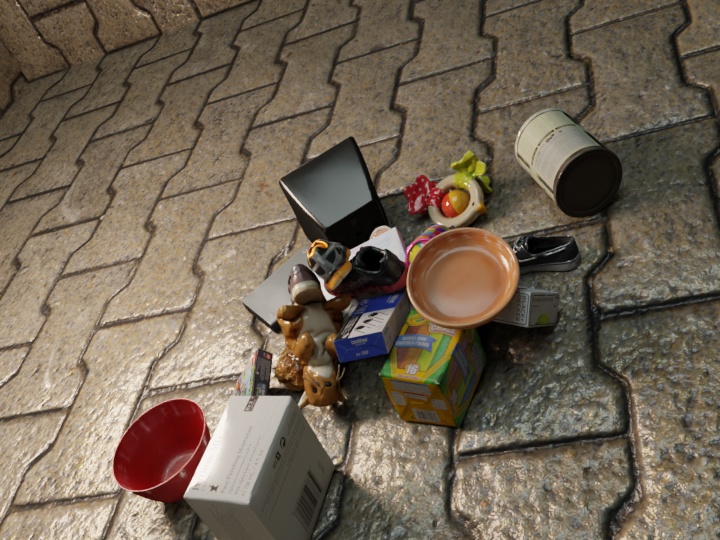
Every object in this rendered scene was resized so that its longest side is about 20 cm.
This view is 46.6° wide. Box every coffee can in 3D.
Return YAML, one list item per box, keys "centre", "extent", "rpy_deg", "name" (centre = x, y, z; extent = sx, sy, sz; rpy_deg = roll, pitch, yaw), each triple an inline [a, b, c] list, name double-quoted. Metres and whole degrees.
- centre: [0.417, -0.222, 1.696]
  extent: [0.144, 0.148, 0.201]
  rpy_deg: [-27, 37, 1]
  name: "coffee can"

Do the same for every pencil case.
- centre: [0.141, -0.037, 1.605]
  extent: [0.086, 0.091, 0.200]
  rpy_deg: [-14, 7, 17]
  name: "pencil case"

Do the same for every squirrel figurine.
- centre: [-0.088, 0.167, 1.585]
  extent: [0.138, 0.191, 0.200]
  rpy_deg: [-8, -15, -24]
  name: "squirrel figurine"

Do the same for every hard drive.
- centre: [-0.154, 0.038, 1.860]
  extent: [0.199, 0.033, 0.139]
  rpy_deg: [-42, 39, -16]
  name: "hard drive"

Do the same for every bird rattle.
- centre: [0.194, -0.161, 1.817]
  extent: [0.196, 0.113, 0.166]
  rpy_deg: [-24, 53, 11]
  name: "bird rattle"

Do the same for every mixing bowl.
- centre: [-0.350, 0.353, 1.559]
  extent: [0.196, 0.109, 0.203]
  rpy_deg: [-18, 38, 15]
  name: "mixing bowl"

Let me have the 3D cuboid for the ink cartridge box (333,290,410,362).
- centre: [0.024, 0.098, 1.506]
  extent: [0.092, 0.045, 0.200]
  rpy_deg: [-13, 15, 18]
  name: "ink cartridge box"

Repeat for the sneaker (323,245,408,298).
- centre: [0.000, 0.000, 1.593]
  extent: [0.197, 0.098, 0.072]
  rpy_deg: [-8, 50, 36]
  name: "sneaker"

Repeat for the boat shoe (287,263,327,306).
- centre: [-0.104, 0.036, 1.598]
  extent: [0.070, 0.200, 0.066]
  rpy_deg: [-14, 76, -2]
  name: "boat shoe"

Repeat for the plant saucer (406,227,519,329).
- centre: [0.178, 0.017, 1.443]
  extent: [0.195, 0.038, 0.204]
  rpy_deg: [-9, 55, 12]
  name: "plant saucer"

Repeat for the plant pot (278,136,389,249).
- centre: [-0.038, -0.132, 1.865]
  extent: [0.197, 0.202, 0.179]
  rpy_deg: [-30, 50, -3]
  name: "plant pot"

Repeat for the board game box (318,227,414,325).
- centre: [0.019, 0.045, 1.661]
  extent: [0.196, 0.043, 0.203]
  rpy_deg: [-26, 60, 12]
  name: "board game box"

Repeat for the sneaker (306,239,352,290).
- centre: [-0.065, -0.026, 1.568]
  extent: [0.079, 0.077, 0.200]
  rpy_deg: [-50, 12, 1]
  name: "sneaker"

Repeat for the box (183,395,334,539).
- centre: [-0.157, 0.345, 1.368]
  extent: [0.128, 0.202, 0.201]
  rpy_deg: [-4, 43, 27]
  name: "box"

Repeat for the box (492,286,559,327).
- centre: [0.245, 0.055, 1.509]
  extent: [0.196, 0.115, 0.062]
  rpy_deg: [9, 95, 38]
  name: "box"

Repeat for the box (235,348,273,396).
- centre: [-0.210, 0.259, 1.589]
  extent: [0.111, 0.034, 0.202]
  rpy_deg: [-55, 22, 34]
  name: "box"

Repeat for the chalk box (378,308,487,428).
- centre: [0.138, 0.151, 1.465]
  extent: [0.122, 0.125, 0.202]
  rpy_deg: [2, 46, 33]
  name: "chalk box"

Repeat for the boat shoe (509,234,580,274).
- centre: [0.321, -0.036, 1.609]
  extent: [0.196, 0.069, 0.073]
  rpy_deg: [-2, 44, 31]
  name: "boat shoe"

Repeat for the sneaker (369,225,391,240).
- centre: [0.040, 0.015, 1.740]
  extent: [0.070, 0.080, 0.204]
  rpy_deg: [9, 70, 25]
  name: "sneaker"
